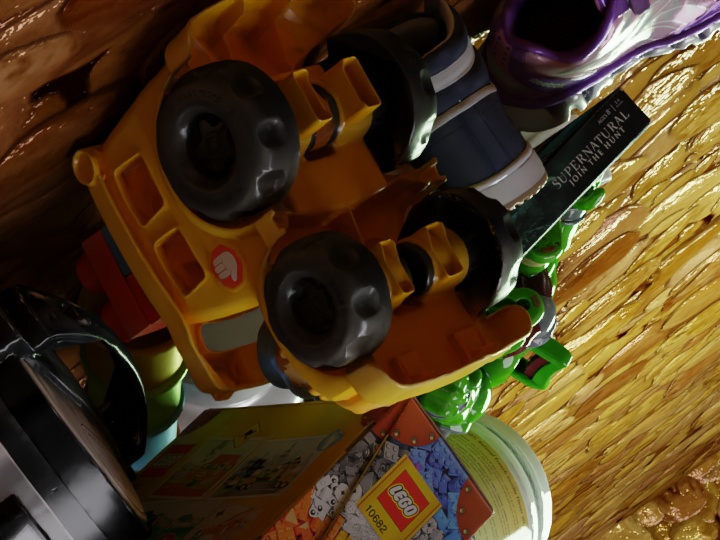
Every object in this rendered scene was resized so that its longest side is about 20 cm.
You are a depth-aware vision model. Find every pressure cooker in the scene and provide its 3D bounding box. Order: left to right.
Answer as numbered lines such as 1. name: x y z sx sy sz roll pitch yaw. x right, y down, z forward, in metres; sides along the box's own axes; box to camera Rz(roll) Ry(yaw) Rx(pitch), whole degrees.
1. pressure cooker: -0.192 0.092 1.313 0.200 0.179 0.176 -36 -167 -5

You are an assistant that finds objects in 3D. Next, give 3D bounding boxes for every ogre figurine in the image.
1. ogre figurine: 0.085 0.026 1.699 0.120 0.098 0.201 104 -3 -59

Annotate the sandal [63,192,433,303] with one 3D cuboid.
1. sandal: -0.055 -0.032 1.457 0.211 0.070 0.078 -14 147 9

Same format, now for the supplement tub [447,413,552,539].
1. supplement tub: 0.024 0.168 1.753 0.144 0.145 0.200 -45 168 29

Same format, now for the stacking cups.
1. stacking cups: -0.121 0.072 1.477 0.060 0.061 0.200 -31 155 -24

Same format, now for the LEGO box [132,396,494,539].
1. LEGO box: -0.055 0.137 1.371 0.149 0.077 0.200 -43 -162 -27

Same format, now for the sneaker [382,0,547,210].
1. sneaker: 0.025 -0.087 1.504 0.070 0.109 0.200 -36 -164 -14

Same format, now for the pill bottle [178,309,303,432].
1. pill bottle: -0.086 0.063 1.589 0.111 0.111 0.200 -33 165 -17

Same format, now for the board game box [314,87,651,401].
1. board game box: 0.061 -0.009 1.519 0.200 0.028 0.135 -45 -175 -24

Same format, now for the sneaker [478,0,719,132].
1. sneaker: 0.147 -0.158 1.542 0.200 0.081 0.089 -35 158 -5

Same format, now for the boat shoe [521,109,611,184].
1. boat shoe: 0.074 -0.019 1.794 0.200 0.069 0.071 -40 169 19

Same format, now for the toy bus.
1. toy bus: -0.045 -0.005 1.326 0.192 0.200 0.136 -38 168 37
